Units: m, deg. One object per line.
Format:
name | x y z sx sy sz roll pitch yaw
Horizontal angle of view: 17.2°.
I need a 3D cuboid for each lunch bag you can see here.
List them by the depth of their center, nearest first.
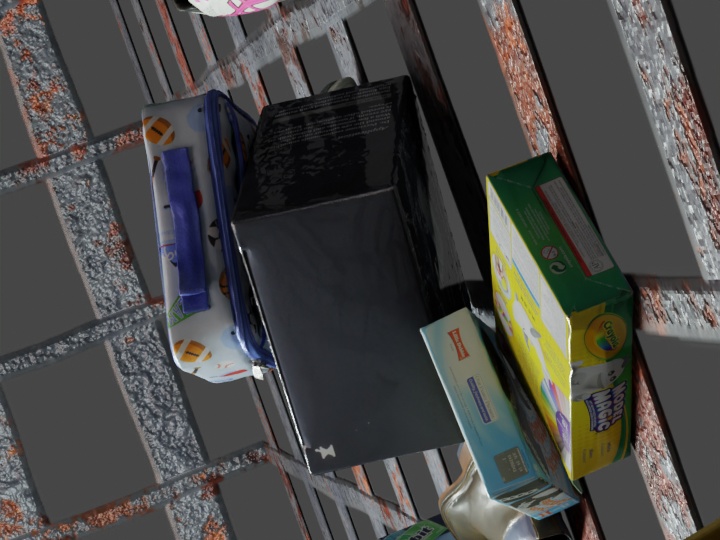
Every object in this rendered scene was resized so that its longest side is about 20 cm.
lunch bag | -0.098 -0.018 1.656 0.160 0.075 0.202 46 -146 -77

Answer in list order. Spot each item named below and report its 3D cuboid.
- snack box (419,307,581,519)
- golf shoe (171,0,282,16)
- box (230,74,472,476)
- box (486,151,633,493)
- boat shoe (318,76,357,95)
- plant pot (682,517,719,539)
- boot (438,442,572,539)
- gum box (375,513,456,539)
snack box | 0.094 0.097 1.559 0.200 0.037 0.117 37 -150 -74
golf shoe | -0.111 -0.246 2.014 0.200 0.091 0.073 153 98 -79
box | 0.000 0.000 1.649 0.200 0.116 0.198 -81 -23 -63
box | 0.120 0.038 1.431 0.201 0.048 0.118 85 162 -53
boat shoe | -0.048 -0.073 1.815 0.073 0.061 0.201 60 -143 -38
plant pot | 0.198 0.205 0.938 0.201 0.195 0.194 64 171 -6
boot | 0.107 0.189 1.736 0.200 0.074 0.097 90 161 -59
gum box | 0.067 0.266 1.831 0.200 0.169 0.045 -126 17 -57
